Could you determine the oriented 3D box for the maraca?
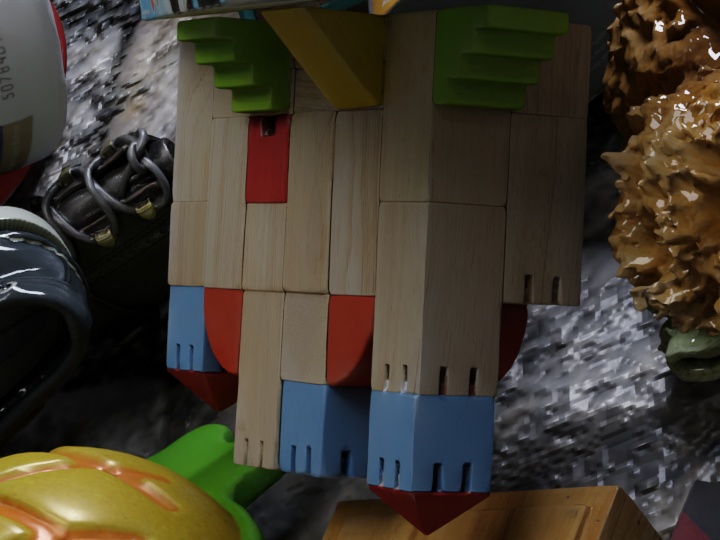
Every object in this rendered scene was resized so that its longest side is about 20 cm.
[{"bbox_3d":[-0.086,0.099,0.863,0.137,0.107,0.200,-14,21,18],"label":"maraca"}]

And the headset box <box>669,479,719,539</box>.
[{"bbox_3d":[0.129,0.126,0.655,0.199,0.077,0.149,-4,47,41],"label":"headset box"}]

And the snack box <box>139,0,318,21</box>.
[{"bbox_3d":[0.004,-0.094,0.806,0.116,0.037,0.200,-9,5,-10],"label":"snack box"}]

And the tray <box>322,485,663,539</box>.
[{"bbox_3d":[0.005,0.147,0.781,0.098,0.037,0.201,-7,46,38],"label":"tray"}]

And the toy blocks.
[{"bbox_3d":[0.000,0.000,0.846,0.200,0.100,0.137,3,90,60],"label":"toy blocks"}]

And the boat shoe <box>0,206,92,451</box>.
[{"bbox_3d":[-0.162,0.056,0.869,0.199,0.075,0.066,-29,30,-12],"label":"boat shoe"}]

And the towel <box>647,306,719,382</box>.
[{"bbox_3d":[0.164,-0.056,0.866,0.148,0.037,0.201,-10,45,37],"label":"towel"}]

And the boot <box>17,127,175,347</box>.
[{"bbox_3d":[-0.131,0.005,0.954,0.174,0.200,0.069,-33,73,17],"label":"boot"}]

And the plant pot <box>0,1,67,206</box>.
[{"bbox_3d":[-0.224,-0.091,1.130,0.200,0.183,0.201,-24,36,19],"label":"plant pot"}]

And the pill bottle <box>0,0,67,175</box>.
[{"bbox_3d":[-0.201,-0.058,0.925,0.199,0.111,0.111,-20,29,-20],"label":"pill bottle"}]

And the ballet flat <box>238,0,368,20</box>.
[{"bbox_3d":[-0.031,-0.146,1.130,0.072,0.068,0.200,-19,35,-6],"label":"ballet flat"}]

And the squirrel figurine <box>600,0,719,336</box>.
[{"bbox_3d":[0.153,-0.056,0.757,0.200,0.141,0.187,-49,43,14],"label":"squirrel figurine"}]

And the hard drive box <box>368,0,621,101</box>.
[{"bbox_3d":[0.076,-0.165,0.999,0.156,0.077,0.200,-43,29,28],"label":"hard drive box"}]
